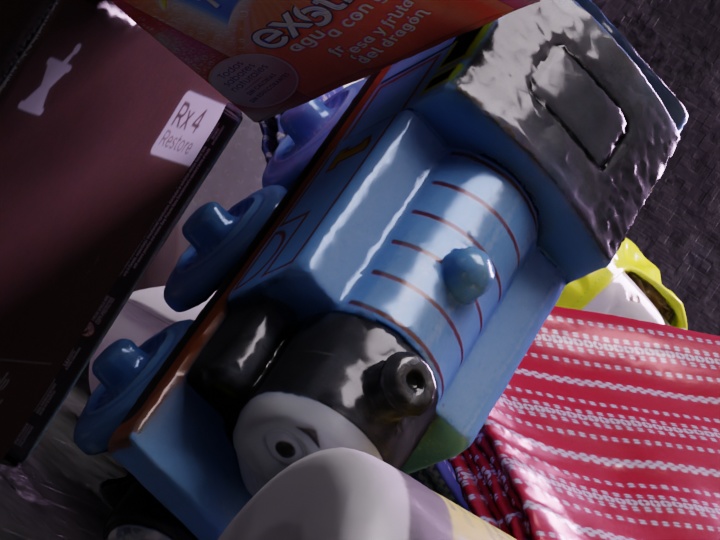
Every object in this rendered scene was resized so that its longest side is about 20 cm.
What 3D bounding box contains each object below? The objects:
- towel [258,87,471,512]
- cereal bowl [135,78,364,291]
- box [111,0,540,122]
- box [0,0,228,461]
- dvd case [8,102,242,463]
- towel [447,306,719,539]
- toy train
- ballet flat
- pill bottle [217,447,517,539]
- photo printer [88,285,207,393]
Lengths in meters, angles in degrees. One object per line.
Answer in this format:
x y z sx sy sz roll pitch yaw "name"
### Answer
0.000 0.000 0.850 0.145 0.024 0.200 58 13 -35 "towel"
-0.081 -0.034 1.112 0.200 0.200 0.083 36 35 32 "cereal bowl"
-0.021 -0.158 0.678 0.103 0.095 0.200 38 40 -44 "box"
-0.175 -0.056 0.727 0.200 0.164 0.166 34 4 14 "box"
-0.161 -0.047 0.852 0.200 0.146 0.022 32 8 -3 "dvd case"
0.093 0.063 0.722 0.144 0.023 0.200 11 26 -21 "towel"
0.004 0.004 0.666 0.087 0.200 0.114 46 -40 -14 "toy train"
0.092 0.016 0.970 0.067 0.067 0.200 44 10 14 "ballet flat"
0.049 0.136 0.574 0.200 0.114 0.114 32 5 -16 "pill bottle"
0.015 0.064 0.969 0.166 0.070 0.200 0 18 -41 "photo printer"
